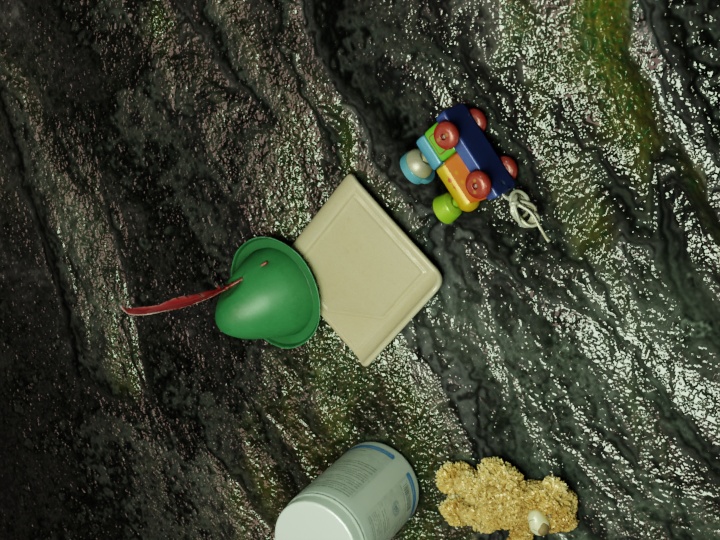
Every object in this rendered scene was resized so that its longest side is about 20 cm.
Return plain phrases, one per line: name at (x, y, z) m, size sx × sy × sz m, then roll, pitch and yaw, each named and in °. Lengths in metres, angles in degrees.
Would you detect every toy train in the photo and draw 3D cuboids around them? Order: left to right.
toy train at (0.137, -0.092, 1.319) m, size 0.115 × 0.084 × 0.202 m, roll -36°, pitch 85°, yaw 42°

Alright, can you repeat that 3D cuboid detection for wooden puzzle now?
wooden puzzle at (0.000, 0.000, 1.448) m, size 0.201 × 0.037 × 0.185 m, roll 50°, pitch 122°, yaw 14°

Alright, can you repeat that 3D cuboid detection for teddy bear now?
teddy bear at (0.186, 0.312, 1.410) m, size 0.198 × 0.067 × 0.147 m, roll 20°, pitch 115°, yaw 24°

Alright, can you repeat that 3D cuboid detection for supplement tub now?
supplement tub at (-0.014, 0.329, 1.449) m, size 0.130 × 0.199 × 0.134 m, roll 8°, pitch 108°, yaw 27°

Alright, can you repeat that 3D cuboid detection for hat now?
hat at (-0.179, 0.063, 1.463) m, size 0.199 × 0.175 × 0.168 m, roll -25°, pitch 92°, yaw 45°
